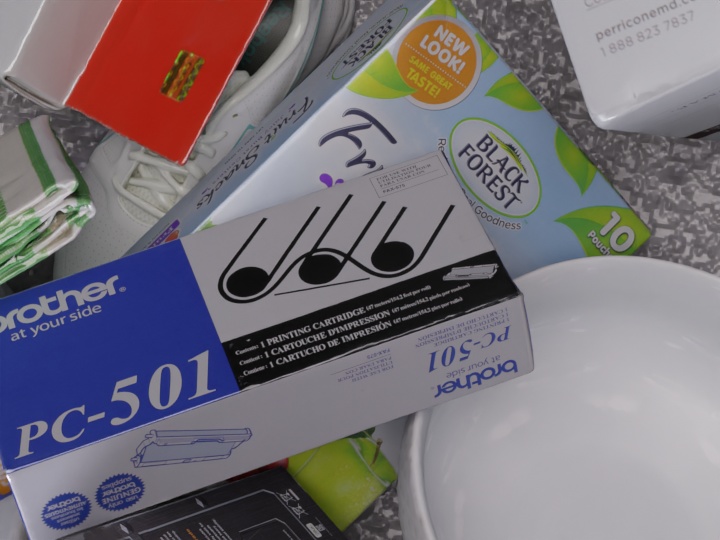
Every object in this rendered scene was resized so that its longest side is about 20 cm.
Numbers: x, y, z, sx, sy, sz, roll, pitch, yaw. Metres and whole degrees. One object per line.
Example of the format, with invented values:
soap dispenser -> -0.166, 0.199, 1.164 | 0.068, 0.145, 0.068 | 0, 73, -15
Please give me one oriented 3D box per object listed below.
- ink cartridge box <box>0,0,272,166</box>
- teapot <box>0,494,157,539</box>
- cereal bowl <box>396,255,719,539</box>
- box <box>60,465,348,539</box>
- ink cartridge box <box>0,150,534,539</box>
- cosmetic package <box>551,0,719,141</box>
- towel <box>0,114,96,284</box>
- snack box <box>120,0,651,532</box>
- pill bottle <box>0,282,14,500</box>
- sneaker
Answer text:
ink cartridge box -> -0.093, -0.161, 1.008 | 0.173, 0.043, 0.201 | 27, 88, 45
teapot -> -0.123, 0.191, 0.965 | 0.146, 0.197, 0.201 | -41, 64, 22
cereal bowl -> 0.107, 0.100, 0.953 | 0.199, 0.083, 0.201 | 6, 60, -11
box -> -0.018, 0.171, 0.890 | 0.200, 0.158, 0.048 | 46, 116, 17
ink cartridge box -> -0.043, 0.027, 0.913 | 0.199, 0.044, 0.094 | -19, 43, -6
cosmetic package -> 0.164, -0.155, 0.926 | 0.164, 0.200, 0.166 | -21, 82, 23
towel -> -0.197, 0.011, 0.949 | 0.199, 0.153, 0.023 | -35, 110, -2
snack box -> 0.000, 0.000, 0.997 | 0.200, 0.053, 0.142 | -43, 111, 0
pill bottle -> -0.223, 0.084, 1.010 | 0.199, 0.112, 0.112 | -32, 83, 2
sneaker -> -0.075, -0.060, 1.024 | 0.070, 0.080, 0.201 | 31, 90, 6
